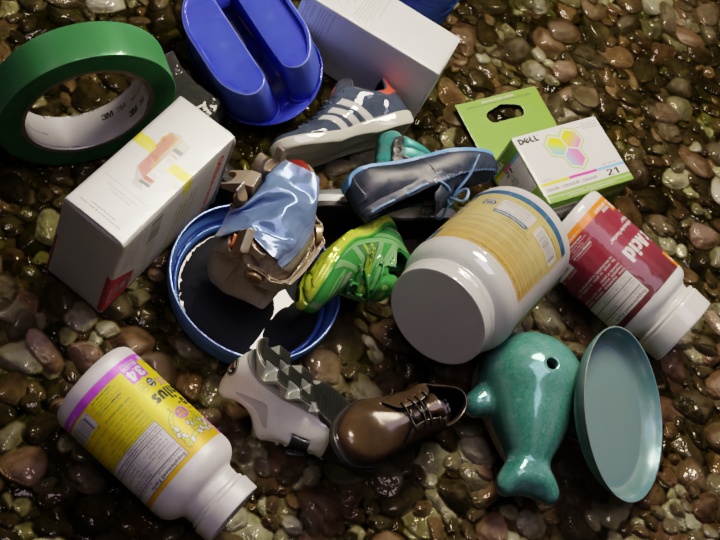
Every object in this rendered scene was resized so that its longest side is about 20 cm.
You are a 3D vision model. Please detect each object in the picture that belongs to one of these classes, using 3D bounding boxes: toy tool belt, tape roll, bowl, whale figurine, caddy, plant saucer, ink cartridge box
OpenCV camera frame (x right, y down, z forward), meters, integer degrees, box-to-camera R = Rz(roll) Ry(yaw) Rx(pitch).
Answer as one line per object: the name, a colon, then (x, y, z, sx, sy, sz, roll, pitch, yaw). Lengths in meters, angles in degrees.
toy tool belt: (-0.093, -0.067, 1.503, 0.124, 0.123, 0.201, 22, 56, 5)
tape roll: (-0.304, -0.191, 1.505, 0.199, 0.201, 0.048, -11, 64, -27)
bowl: (-0.122, 0.019, 1.551, 0.199, 0.039, 0.202, 10, 57, -17)
whale figurine: (0.195, 0.160, 1.552, 0.158, 0.104, 0.201, 16, 54, -13)
caddy: (-0.133, -0.273, 1.684, 0.141, 0.105, 0.201, -31, 73, -5)
plant saucer: (0.293, 0.165, 1.582, 0.200, 0.027, 0.201, 18, 68, -52)
ink cartridge box: (0.235, -0.165, 1.786, 0.147, 0.076, 0.201, -17, 69, -30)
ink cartridge box: (-0.238, -0.073, 1.496, 0.083, 0.145, 0.200, 38, 53, 5)

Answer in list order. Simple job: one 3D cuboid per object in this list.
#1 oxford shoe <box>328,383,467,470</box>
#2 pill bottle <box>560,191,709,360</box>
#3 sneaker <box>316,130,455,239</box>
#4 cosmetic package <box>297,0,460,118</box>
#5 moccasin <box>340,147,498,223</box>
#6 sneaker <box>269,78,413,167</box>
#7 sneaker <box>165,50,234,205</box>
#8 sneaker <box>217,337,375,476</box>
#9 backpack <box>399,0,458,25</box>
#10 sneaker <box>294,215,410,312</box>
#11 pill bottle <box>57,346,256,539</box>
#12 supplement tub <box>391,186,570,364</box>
oxford shoe: (0.043, 0.155, 1.468, 0.200, 0.084, 0.073, -18, 78, -50)
pill bottle: (0.323, 0.008, 1.692, 0.200, 0.114, 0.114, 43, 54, 6)
sneaker: (0.021, -0.109, 1.658, 0.199, 0.084, 0.121, 4, 63, -29)
cosmetic package: (0.012, -0.289, 1.751, 0.199, 0.113, 0.081, 31, 54, -4)
moccasin: (0.073, -0.090, 1.599, 0.199, 0.081, 0.069, -14, 68, -21)
sneaker: (-0.034, -0.186, 1.687, 0.199, 0.075, 0.085, -17, 75, -33)
sneaker: (-0.188, -0.167, 1.623, 0.199, 0.060, 0.104, 38, 56, 13)
sneaker: (-0.068, 0.160, 1.476, 0.200, 0.088, 0.074, 44, 24, -19)
backpack: (0.050, -0.414, 1.810, 0.199, 0.168, 0.163, 31, 60, -6)
sneaker: (0.000, 0.000, 1.545, 0.084, 0.074, 0.200, 50, 39, 4)
pill bottle: (-0.201, 0.177, 1.382, 0.200, 0.104, 0.104, 42, 54, 5)
supplement tub: (0.138, 0.005, 1.585, 0.145, 0.145, 0.200, 43, 45, 7)
